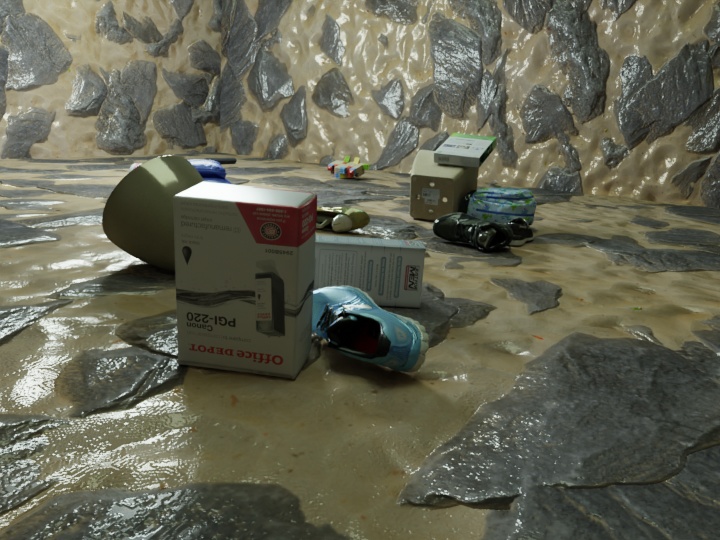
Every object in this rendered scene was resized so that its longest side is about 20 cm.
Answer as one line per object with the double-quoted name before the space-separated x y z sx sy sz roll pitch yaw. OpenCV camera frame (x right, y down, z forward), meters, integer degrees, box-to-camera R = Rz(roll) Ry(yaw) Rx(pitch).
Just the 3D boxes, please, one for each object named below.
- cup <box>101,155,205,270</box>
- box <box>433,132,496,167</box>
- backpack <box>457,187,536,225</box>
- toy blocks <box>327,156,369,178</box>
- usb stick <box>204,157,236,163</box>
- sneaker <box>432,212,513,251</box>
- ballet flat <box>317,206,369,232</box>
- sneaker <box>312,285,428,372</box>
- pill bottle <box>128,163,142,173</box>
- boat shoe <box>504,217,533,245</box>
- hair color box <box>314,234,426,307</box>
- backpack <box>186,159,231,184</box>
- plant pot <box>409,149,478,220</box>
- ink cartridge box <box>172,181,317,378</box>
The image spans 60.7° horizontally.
"cup" -0.329 -0.079 1.091 0.143 0.201 0.200 41 29 19
"box" 0.323 -0.371 1.883 0.143 0.037 0.200 11 35 23
"backpack" 0.417 -0.185 1.816 0.199 0.155 0.163 29 18 31
"toy blocks" -0.076 -0.478 2.927 0.199 0.101 0.137 11 27 22
"usb stick" -0.727 -0.569 3.190 0.055 0.033 0.200 5 12 32
"sneaker" 0.271 -0.096 1.501 0.198 0.077 0.114 13 9 14
"ballet flat" -0.076 -0.128 1.576 0.199 0.071 0.071 10 15 18
"sneaker" -0.015 0.061 0.745 0.199 0.079 0.090 16 1 42
"pill bottle" -0.564 -0.250 1.795 0.199 0.114 0.113 4 14 -3
"boat shoe" 0.419 -0.111 1.636 0.073 0.061 0.200 10 15 27
"hair color box" 0.000 0.000 0.991 0.198 0.100 0.061 3 13 -4
"backpack" -0.370 -0.167 1.422 0.161 0.169 0.200 -6 20 -14
"plant pot" 0.242 -0.244 1.888 0.199 0.201 0.177 10 26 21
"ink cartridge box" -0.130 0.011 0.702 0.145 0.201 0.085 6 19 7
